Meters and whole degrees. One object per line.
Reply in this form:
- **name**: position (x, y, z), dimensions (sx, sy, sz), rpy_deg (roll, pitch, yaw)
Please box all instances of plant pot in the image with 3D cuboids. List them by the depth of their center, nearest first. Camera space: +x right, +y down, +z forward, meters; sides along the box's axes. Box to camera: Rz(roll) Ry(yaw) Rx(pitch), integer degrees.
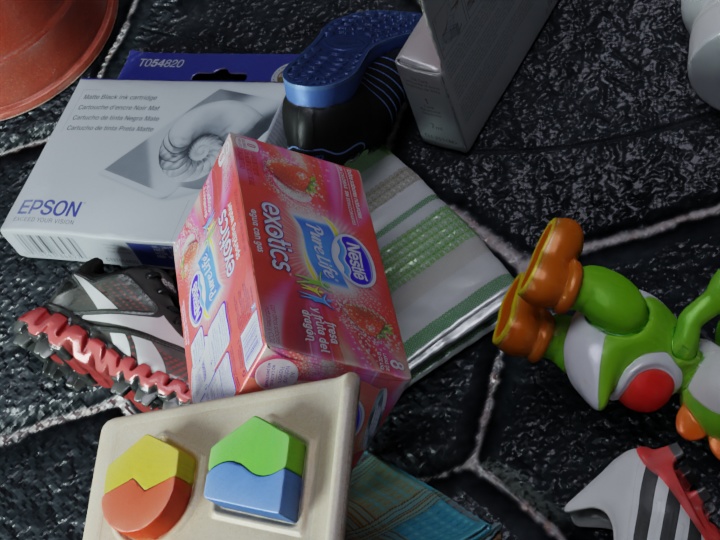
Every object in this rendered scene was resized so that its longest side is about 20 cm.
- **plant pot**: position (-0.315, -0.249, 1.365), dimensions (0.200, 0.195, 0.201), rpy_deg (-8, 55, 12)

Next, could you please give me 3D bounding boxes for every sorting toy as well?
- **sorting toy**: position (-0.088, 0.151, 0.935), dimensions (0.200, 0.036, 0.186), rpy_deg (-15, 56, 36)

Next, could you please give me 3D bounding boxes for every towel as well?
- **towel**: position (-0.023, 0.152, 1.016), dimensions (0.146, 0.022, 0.200), rpy_deg (-20, 17, -19)
- **towel**: position (0.000, 0.000, 1.201), dimensions (0.149, 0.031, 0.200), rpy_deg (-34, 51, -9)

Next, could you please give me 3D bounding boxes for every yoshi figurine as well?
- **yoshi figurine**: position (0.189, 0.036, 1.056), dimensions (0.200, 0.112, 0.112), rpy_deg (26, 98, 0)

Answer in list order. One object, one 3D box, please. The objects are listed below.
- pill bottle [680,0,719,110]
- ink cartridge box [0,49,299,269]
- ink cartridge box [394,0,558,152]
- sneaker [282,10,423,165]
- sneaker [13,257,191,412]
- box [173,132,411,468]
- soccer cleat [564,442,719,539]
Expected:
- **pill bottle**: position (0.276, -0.208, 1.197), dimensions (0.113, 0.114, 0.200), rpy_deg (1, 57, 18)
- **ink cartridge box**: position (-0.137, -0.093, 1.280), dimensions (0.199, 0.041, 0.200), rpy_deg (4, 57, 31)
- **ink cartridge box**: position (0.086, -0.210, 1.222), dimensions (0.043, 0.174, 0.200), rpy_deg (18, 64, 28)
- **sneaker**: position (-0.003, -0.126, 1.244), dimensions (0.070, 0.078, 0.200), rpy_deg (11, 27, 22)
- **sneaker**: position (-0.135, 0.049, 1.178), dimensions (0.200, 0.071, 0.098), rpy_deg (23, 68, 31)
- **box**: position (-0.047, 0.023, 1.076), dimensions (0.094, 0.103, 0.200), rpy_deg (15, 35, -23)
- **soccer cleat**: position (0.182, 0.185, 0.990), dimensions (0.085, 0.069, 0.200), rpy_deg (-31, 49, 6)
